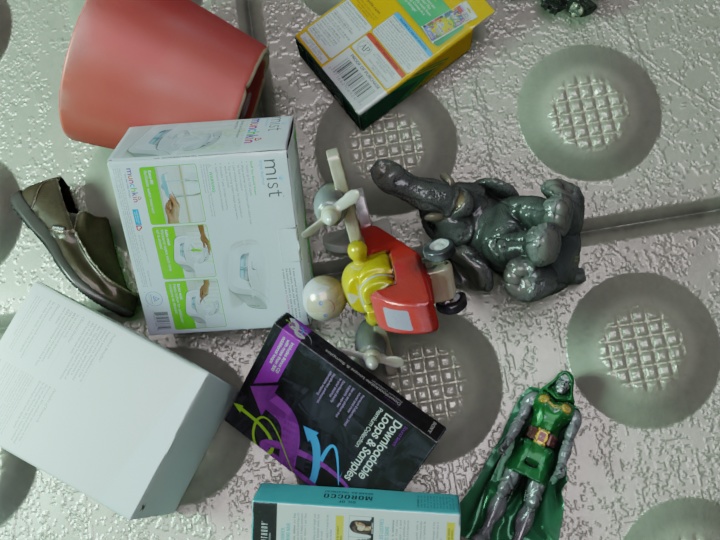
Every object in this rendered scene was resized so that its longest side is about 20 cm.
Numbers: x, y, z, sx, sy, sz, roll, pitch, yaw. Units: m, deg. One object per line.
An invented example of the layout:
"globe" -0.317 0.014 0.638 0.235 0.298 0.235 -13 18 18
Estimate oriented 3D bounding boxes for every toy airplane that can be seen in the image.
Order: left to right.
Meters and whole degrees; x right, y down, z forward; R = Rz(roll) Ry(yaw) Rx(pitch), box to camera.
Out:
"toy airplane" 0.000 0.000 0.857 0.140 0.199 0.201 -25 76 -15

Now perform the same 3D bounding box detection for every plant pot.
"plant pot" -0.204 -0.207 0.928 0.176 0.200 0.202 19 79 -4

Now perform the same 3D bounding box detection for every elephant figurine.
"elephant figurine" 0.127 -0.048 0.899 0.199 0.156 0.141 15 33 30

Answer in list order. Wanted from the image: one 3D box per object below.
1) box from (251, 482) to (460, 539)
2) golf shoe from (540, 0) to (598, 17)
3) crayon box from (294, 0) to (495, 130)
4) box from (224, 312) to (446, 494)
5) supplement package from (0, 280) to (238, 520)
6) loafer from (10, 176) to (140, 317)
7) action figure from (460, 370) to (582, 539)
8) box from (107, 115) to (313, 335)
"box" -0.004 0.258 0.821 0.198 0.049 0.083 3 97 4
"golf shoe" 0.198 -0.369 1.005 0.199 0.077 0.088 27 60 6
"crayon box" 0.041 -0.275 0.992 0.199 0.052 0.126 -37 78 -5
"box" -0.030 0.157 0.866 0.199 0.036 0.144 34 119 8
"supplement package" -0.257 0.135 0.863 0.199 0.151 0.153 26 79 9
"loafer" -0.307 -0.033 0.944 0.071 0.073 0.200 -42 79 -6
"action figure" 0.177 0.195 0.879 0.117 0.055 0.201 22 75 11
"box" -0.143 -0.043 0.871 0.175 0.097 0.202 -5 121 2
